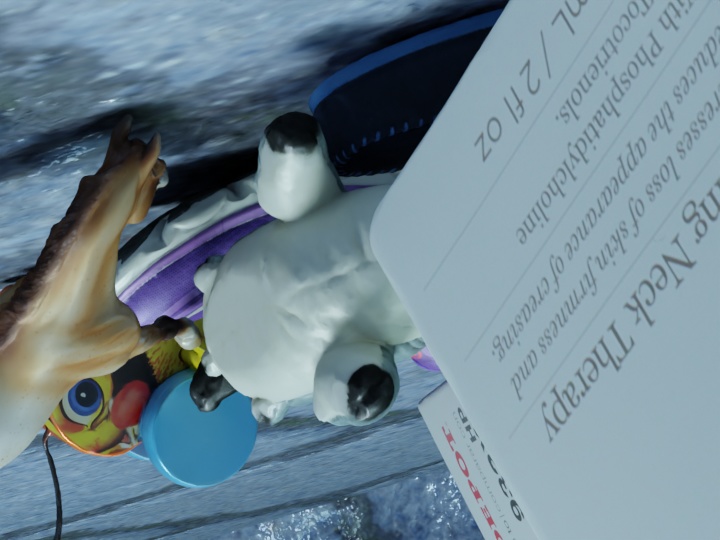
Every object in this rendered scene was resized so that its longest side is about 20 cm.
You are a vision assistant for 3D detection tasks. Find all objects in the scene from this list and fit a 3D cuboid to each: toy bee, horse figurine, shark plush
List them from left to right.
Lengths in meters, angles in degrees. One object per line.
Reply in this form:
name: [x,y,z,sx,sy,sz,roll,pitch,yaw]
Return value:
horse figurine: [-0.125,0.045,0.840,0.200,0.050,0.133,-38,167,-4]
toy bee: [-0.088,0.039,1.043,0.130,0.109,0.200,-4,-147,45]
shark plush: [-0.003,0.021,0.827,0.083,0.091,0.200,-13,160,-28]

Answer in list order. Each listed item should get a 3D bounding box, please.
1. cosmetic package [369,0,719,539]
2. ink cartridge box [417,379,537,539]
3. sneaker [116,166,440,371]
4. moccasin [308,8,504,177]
cosmetic package: [0.139,0.006,0.659,0.166,0.201,0.168,-9,146,-35]
ink cartridge box: [0.107,0.075,0.912,0.083,0.146,0.200,-26,174,-17]
sneaker: [0.000,0.000,0.949,0.199,0.084,0.081,-10,171,-26]
moccasin: [0.086,-0.050,0.808,0.199,0.069,0.080,-12,172,-7]
